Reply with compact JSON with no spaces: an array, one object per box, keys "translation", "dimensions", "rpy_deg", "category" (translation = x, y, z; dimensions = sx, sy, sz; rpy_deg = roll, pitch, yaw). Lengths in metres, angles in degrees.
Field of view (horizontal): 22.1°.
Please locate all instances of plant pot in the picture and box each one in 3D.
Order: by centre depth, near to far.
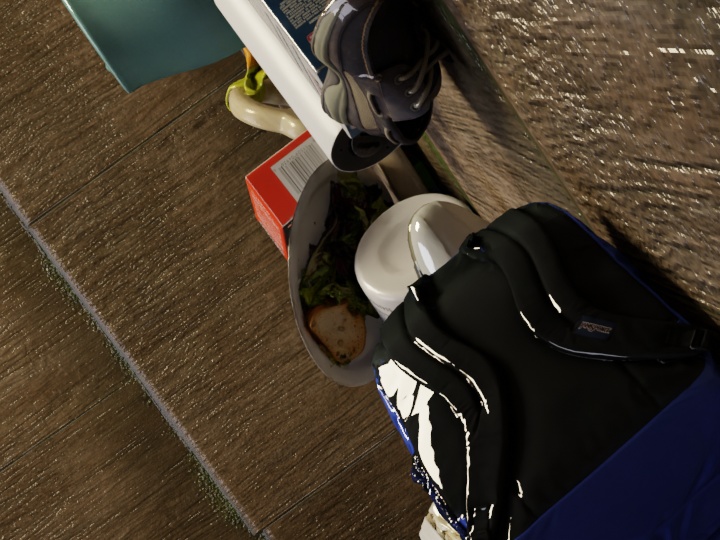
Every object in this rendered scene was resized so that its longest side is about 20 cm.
[{"translation":[-0.175,-0.267,1.692],"dimensions":[0.201,0.187,0.200],"rpy_deg":[54,178,3],"category":"plant pot"}]

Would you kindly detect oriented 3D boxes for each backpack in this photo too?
[{"translation":[0.104,0.079,0.969],"dimensions":[0.168,0.162,0.200],"rpy_deg":[52,180,-41],"category":"backpack"}]

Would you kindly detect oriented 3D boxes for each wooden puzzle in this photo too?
[{"translation":[0.016,-0.118,1.709],"dimensions":[0.186,0.046,0.200],"rpy_deg":[56,174,-22],"category":"wooden puzzle"}]

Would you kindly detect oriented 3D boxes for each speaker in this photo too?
[{"translation":[-0.039,-0.173,1.490],"dimensions":[0.201,0.081,0.081],"rpy_deg":[55,179,29],"category":"speaker"}]

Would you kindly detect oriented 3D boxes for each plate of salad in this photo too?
[{"translation":[0.000,0.000,1.607],"dimensions":[0.200,0.048,0.202],"rpy_deg":[10,-102,-57],"category":"plate of salad"}]

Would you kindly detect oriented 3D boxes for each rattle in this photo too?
[{"translation":[-0.063,-0.220,2.184],"dimensions":[0.130,0.144,0.200],"rpy_deg":[11,-165,-44],"category":"rattle"}]

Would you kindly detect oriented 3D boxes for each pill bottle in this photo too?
[{"translation":[0.083,0.038,1.590],"dimensions":[0.114,0.113,0.200],"rpy_deg":[53,177,47],"category":"pill bottle"}]

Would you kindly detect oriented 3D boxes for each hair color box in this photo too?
[{"translation":[-0.046,-0.205,1.385],"dimensions":[0.201,0.060,0.100],"rpy_deg":[55,179,29],"category":"hair color box"},{"translation":[-0.050,-0.076,1.758],"dimensions":[0.061,0.101,0.200],"rpy_deg":[52,175,6],"category":"hair color box"}]

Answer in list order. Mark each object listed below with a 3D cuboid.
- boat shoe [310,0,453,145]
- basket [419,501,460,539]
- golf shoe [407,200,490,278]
[{"translation":[0.020,-0.131,1.090],"dimensions":[0.073,0.075,0.200],"rpy_deg":[29,169,8],"category":"boat shoe"},{"translation":[0.159,0.226,1.528],"dimensions":[0.135,0.124,0.200],"rpy_deg":[15,-164,-29],"category":"basket"},{"translation":[0.114,0.022,1.314],"dimensions":[0.200,0.073,0.092],"rpy_deg":[47,163,6],"category":"golf shoe"}]
